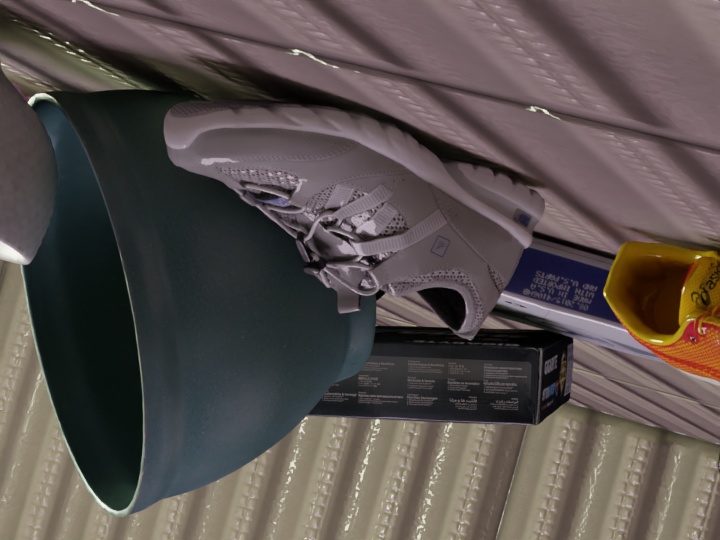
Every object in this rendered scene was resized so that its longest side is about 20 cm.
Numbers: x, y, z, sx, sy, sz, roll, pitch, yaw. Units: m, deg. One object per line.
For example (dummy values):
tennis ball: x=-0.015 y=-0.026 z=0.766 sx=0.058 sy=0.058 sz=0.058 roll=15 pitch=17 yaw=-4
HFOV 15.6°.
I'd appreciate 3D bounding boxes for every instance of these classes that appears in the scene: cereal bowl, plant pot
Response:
cereal bowl: x=-0.223 y=-0.080 z=1.189 sx=0.199 sy=0.084 sz=0.200 roll=22 pitch=173 yaw=3
plant pot: x=-0.073 y=0.004 z=1.252 sx=0.133 sy=0.202 sz=0.200 roll=-12 pitch=-174 yaw=-21

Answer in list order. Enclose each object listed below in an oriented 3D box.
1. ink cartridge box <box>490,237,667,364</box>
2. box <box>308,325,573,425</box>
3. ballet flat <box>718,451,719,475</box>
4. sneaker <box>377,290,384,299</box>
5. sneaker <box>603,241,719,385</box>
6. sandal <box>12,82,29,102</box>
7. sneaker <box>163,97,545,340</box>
ink cartridge box: x=0.162 y=0.028 z=1.517 sx=0.198 sy=0.041 sz=0.200 roll=16 pitch=177 yaw=2
box: x=0.019 y=0.059 z=1.550 sx=0.198 sy=0.046 sz=0.159 roll=2 pitch=-178 yaw=11
ballet flat: x=0.293 y=0.086 z=1.435 sx=0.198 sy=0.068 sz=0.068 roll=-9 pitch=158 yaw=7
sneaker: x=0.000 y=0.000 z=1.527 sx=0.070 sy=0.076 sz=0.200 roll=17 pitch=176 yaw=-15
sneaker: x=0.190 y=0.029 z=1.219 sx=0.077 sy=0.073 sz=0.199 roll=32 pitch=164 yaw=-38
sandal: x=-0.191 y=-0.074 z=1.427 sx=0.202 sy=0.082 sz=0.050 roll=14 pitch=133 yaw=50
sneaker: x=-0.002 y=-0.023 z=1.161 sx=0.199 sy=0.083 sz=0.075 roll=19 pitch=175 yaw=-33
